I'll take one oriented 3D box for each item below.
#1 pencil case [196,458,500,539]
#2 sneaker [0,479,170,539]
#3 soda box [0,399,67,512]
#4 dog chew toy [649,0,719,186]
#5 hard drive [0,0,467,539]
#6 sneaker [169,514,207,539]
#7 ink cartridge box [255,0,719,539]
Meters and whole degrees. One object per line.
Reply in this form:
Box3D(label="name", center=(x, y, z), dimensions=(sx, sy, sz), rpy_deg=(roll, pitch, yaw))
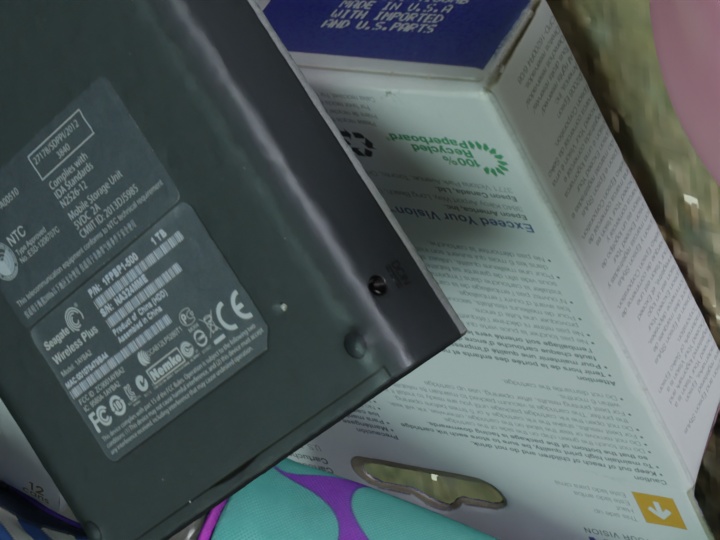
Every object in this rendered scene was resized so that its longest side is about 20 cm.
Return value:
Box3D(label="pencil case", center=(0.043, 0.127, 0.809), dimensions=(0.199, 0.093, 0.085), rpy_deg=(20, 147, 3))
Box3D(label="sneaker", center=(-0.110, 0.127, 0.875), dimensions=(0.200, 0.146, 0.081), rpy_deg=(32, 114, 7))
Box3D(label="soda box", center=(-0.162, -0.006, 0.909), dimensions=(0.200, 0.068, 0.064), rpy_deg=(27, 147, 12))
Box3D(label="dog chew toy", center=(0.136, -0.077, 0.494), dimensions=(0.124, 0.125, 0.200), rpy_deg=(36, 140, -3))
Box3D(label="hard drive", center=(-0.075, -0.035, 0.733), dimensions=(0.139, 0.033, 0.200), rpy_deg=(-36, 85, 44))
Box3D(label="sneaker", center=(-0.046, 0.153, 1.004), dimensions=(0.086, 0.078, 0.200), rpy_deg=(19, 141, 14))
Box3D(label="ink cartridge box", center=(0.000, 0.000, 0.794), dimensions=(0.196, 0.043, 0.200), rpy_deg=(8, 143, 37))
